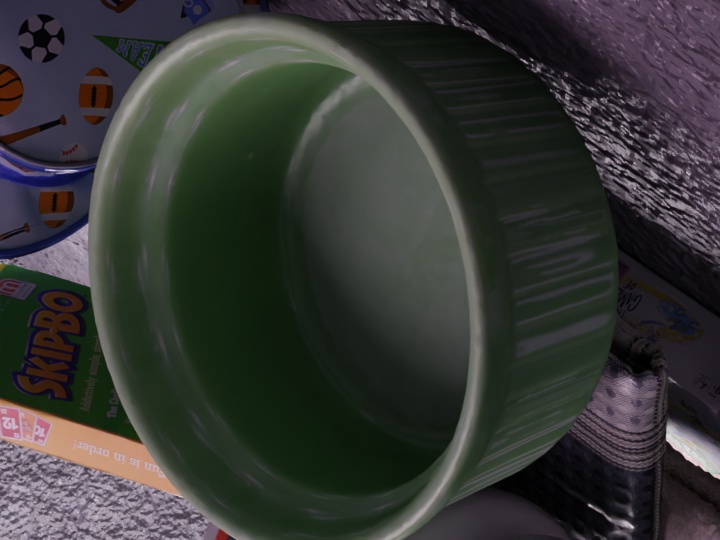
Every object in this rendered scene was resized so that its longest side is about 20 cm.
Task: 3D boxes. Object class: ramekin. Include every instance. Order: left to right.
[{"bbox_3d":[0.000,0.000,0.957,0.200,0.201,0.098,35,-149,32],"label":"ramekin"}]

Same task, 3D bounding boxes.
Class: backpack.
[{"bbox_3d":[-0.153,-0.097,1.113,0.200,0.191,0.154,43,170,-8],"label":"backpack"}]

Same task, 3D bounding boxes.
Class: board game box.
[{"bbox_3d":[-0.077,0.053,1.051,0.199,0.030,0.096,19,-148,8],"label":"board game box"},{"bbox_3d":[0.095,0.017,1.129,0.200,0.034,0.135,36,169,26],"label":"board game box"}]

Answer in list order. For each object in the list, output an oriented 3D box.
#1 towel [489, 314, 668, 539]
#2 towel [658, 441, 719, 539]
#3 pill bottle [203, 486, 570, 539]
[{"bbox_3d":[0.050,0.043,1.068,0.200,0.035,0.193,36,152,29],"label":"towel"},{"bbox_3d":[0.139,0.137,1.082,0.200,0.034,0.133,35,144,63],"label":"towel"},{"bbox_3d":[0.025,0.140,1.069,0.111,0.112,0.200,45,160,-27],"label":"pill bottle"}]
